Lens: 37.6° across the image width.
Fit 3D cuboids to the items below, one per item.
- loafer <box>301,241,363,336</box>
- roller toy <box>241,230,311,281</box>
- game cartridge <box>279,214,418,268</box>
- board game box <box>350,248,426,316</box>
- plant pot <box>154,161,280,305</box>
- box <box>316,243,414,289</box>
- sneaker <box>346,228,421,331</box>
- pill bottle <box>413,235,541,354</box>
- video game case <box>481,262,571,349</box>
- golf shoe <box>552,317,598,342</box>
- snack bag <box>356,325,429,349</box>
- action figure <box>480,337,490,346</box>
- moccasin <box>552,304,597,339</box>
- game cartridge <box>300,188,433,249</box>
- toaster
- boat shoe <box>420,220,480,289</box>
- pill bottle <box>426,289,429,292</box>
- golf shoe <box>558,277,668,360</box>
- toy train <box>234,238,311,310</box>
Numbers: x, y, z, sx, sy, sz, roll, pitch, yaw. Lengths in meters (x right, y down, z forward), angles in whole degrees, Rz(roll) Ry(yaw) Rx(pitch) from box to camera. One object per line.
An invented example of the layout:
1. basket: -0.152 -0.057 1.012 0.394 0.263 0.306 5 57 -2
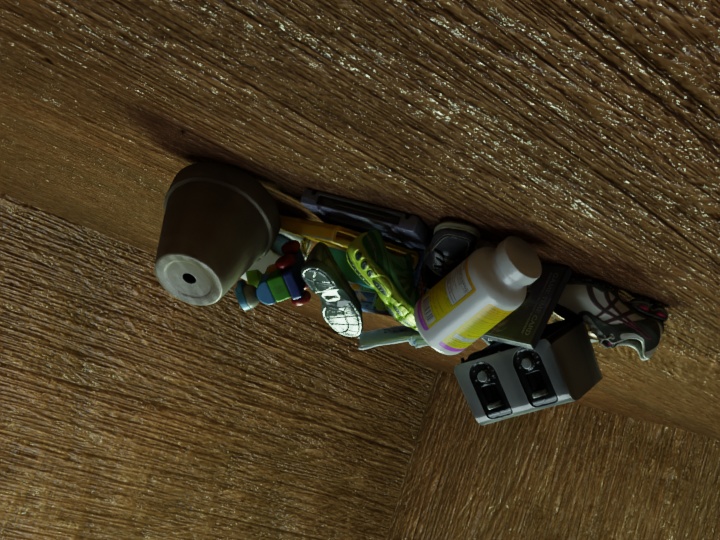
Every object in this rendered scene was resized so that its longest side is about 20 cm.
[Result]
1. loafer: -0.037 0.033 1.762 0.071 0.063 0.201 -1 143 22
2. roller toy: -0.190 -0.052 1.954 0.181 0.141 0.200 27 178 0
3. game cartridge: -0.026 -0.051 1.773 0.175 0.033 0.199 17 180 -34
4. board game box: 0.047 0.009 1.847 0.034 0.136 0.199 23 172 -33
5. plant pot: -0.248 -0.046 1.723 0.198 0.174 0.201 11 137 11
6. box: 0.000 0.000 1.809 0.082 0.050 0.199 18 179 -34
7. sneaker: 0.064 0.017 1.660 0.200 0.084 0.074 51 157 -19
8. pill bottle: 0.175 0.035 1.571 0.104 0.105 0.200 22 134 -29
9. video game case: 0.219 0.043 1.667 0.199 0.144 0.019 11 153 43
10. golf shoe: 0.389 0.096 1.876 0.096 0.079 0.200 7 -174 21
11. snack bag: 0.090 0.109 1.789 0.198 0.022 0.189 -9 -176 0
12. action figure: 0.242 0.077 1.895 0.102 0.119 0.200 31 -174 -9
13. moccasin: 0.384 0.069 1.753 0.200 0.074 0.078 27 -178 11
14. game cartridge: 0.014 -0.078 1.705 0.198 0.039 0.130 15 167 21
15. toaster: 0.274 0.157 1.707 0.180 0.120 0.200 -20 180 33
16. boat shoe: 0.134 -0.020 1.628 0.071 0.065 0.200 15 162 -6
17. pill bottle: 0.119 0.030 1.908 0.112 0.113 0.200 20 172 -17
18. golf shoe: 0.383 0.071 1.664 0.198 0.089 0.077 18 165 0
19. toy train: -0.143 0.002 1.807 0.115 0.085 0.200 -19 -161 10
